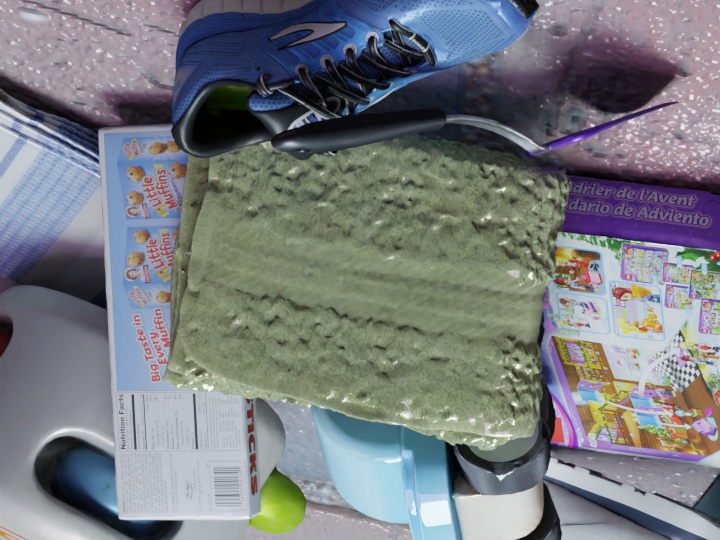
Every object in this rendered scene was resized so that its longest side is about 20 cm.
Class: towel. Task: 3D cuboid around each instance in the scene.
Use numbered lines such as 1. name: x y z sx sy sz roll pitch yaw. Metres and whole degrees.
1. towel: 0.000 0.000 1.371 0.200 0.149 0.036 10 -174 20
2. towel: -0.192 -0.048 1.498 0.200 0.024 0.147 26 144 -14

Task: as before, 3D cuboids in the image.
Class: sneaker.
1. sneaker: 0.105 0.143 1.559 0.200 0.081 0.076 20 -179 35
2. sneaker: -0.005 -0.092 1.303 0.200 0.089 0.079 -16 135 35

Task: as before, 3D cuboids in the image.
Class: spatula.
1. spatula: 0.050 -0.064 1.296 0.200 0.021 0.056 -2 174 -26

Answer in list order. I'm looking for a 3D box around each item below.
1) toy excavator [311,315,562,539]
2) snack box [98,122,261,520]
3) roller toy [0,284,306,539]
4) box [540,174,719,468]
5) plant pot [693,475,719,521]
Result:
1. toy excavator: -0.002 0.057 1.450 0.199 0.195 0.100 -4 144 5
2. snack box: -0.091 0.026 1.433 0.072 0.201 0.024 -1 -176 16
3. roller toy: -0.148 0.104 1.549 0.200 0.140 0.182 21 167 32
4. box: 0.136 0.028 1.461 0.136 0.039 0.200 7 145 14
5. plant pot: 0.268 0.233 1.561 0.195 0.200 0.196 19 146 -6
